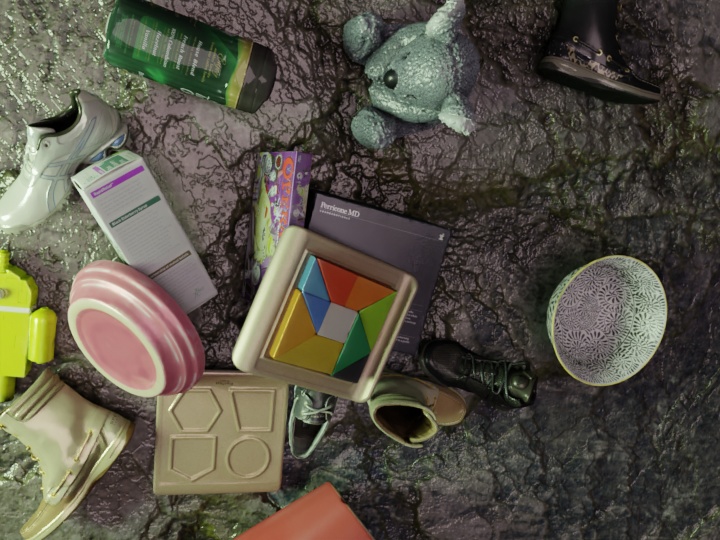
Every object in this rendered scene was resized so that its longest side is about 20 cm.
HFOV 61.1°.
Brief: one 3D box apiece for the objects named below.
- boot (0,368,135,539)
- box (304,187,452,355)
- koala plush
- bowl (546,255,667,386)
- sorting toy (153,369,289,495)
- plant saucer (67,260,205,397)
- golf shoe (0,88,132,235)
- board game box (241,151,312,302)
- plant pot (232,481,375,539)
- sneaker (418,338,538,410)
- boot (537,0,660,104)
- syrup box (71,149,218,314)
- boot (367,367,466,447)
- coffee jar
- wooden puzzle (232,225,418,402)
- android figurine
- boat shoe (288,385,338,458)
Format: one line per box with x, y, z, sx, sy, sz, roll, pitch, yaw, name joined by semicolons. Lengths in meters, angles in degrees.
-0.422;0.246;0.810;0.155;0.073;0.200;41;87;-18;boot
0.000;0.000;0.851;0.198;0.104;0.184;14;99;-16;box
0.088;-0.253;0.774;0.182;0.200;0.179;-10;103;-12;koala plush
0.366;0.068;0.961;0.198;0.094;0.203;-3;102;-14;bowl
-0.201;0.233;0.886;0.183;0.036;0.202;3;104;-14;sorting toy
-0.288;0.084;0.759;0.201;0.199;0.051;57;41;-16;plant saucer
-0.376;-0.135;0.728;0.078;0.097;0.200;39;83;27;golf shoe
-0.112;-0.052;0.798;0.032;0.120;0.202;4;95;-38;board game box
-0.068;0.420;0.881;0.177;0.200;0.201;-38;107;-13;plant pot
0.187;0.152;0.917;0.198;0.114;0.077;29;65;-17;sneaker
0.370;-0.337;0.895;0.201;0.073;0.155;12;95;-15;boot
-0.265;-0.041;0.758;0.081;0.079;0.201;-34;122;-21;syrup box
0.087;0.204;0.885;0.198;0.155;0.073;22;95;-17;boot
-0.202;-0.261;0.751;0.198;0.104;0.086;16;100;-16;coffee jar
-0.037;0.063;0.763;0.199;0.037;0.187;22;93;-28;wooden puzzle
-0.485;0.068;0.779;0.180;0.041;0.202;9;100;-15;android figurine
-0.059;0.185;0.849;0.071;0.071;0.201;5;127;-12;boat shoe
